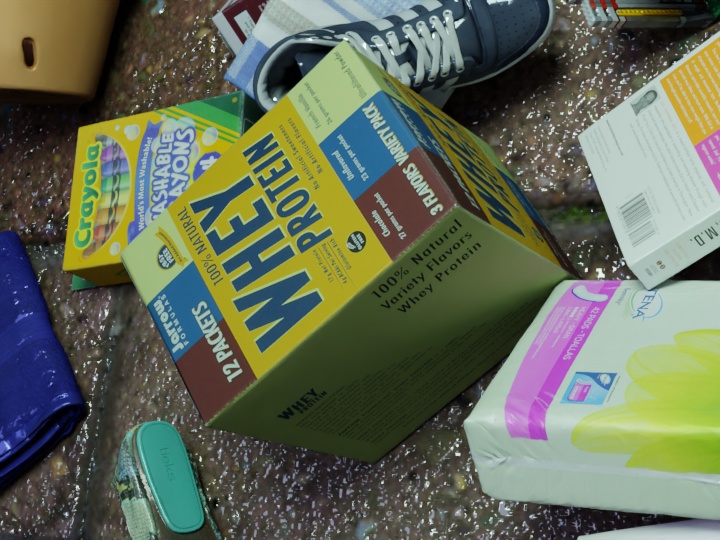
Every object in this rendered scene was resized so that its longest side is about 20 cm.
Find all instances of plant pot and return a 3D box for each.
[{"bbox_3d":[-0.292,-0.216,1.100,0.199,0.200,0.141,3,91,32],"label":"plant pot"}]

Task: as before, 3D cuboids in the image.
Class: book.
[{"bbox_3d":[0.233,-0.090,0.780,0.199,0.048,0.134,-33,35,20],"label":"book"}]

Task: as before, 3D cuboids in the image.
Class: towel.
[{"bbox_3d":[-0.311,0.079,1.093,0.147,0.050,0.201,-35,58,9],"label":"towel"},{"bbox_3d":[0.012,-0.170,0.907,0.147,0.024,0.200,35,116,-7],"label":"towel"}]

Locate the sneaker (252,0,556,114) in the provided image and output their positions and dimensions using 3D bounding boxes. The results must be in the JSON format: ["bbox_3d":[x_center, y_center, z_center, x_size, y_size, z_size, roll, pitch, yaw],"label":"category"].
[{"bbox_3d":[0.025,-0.139,0.842,0.199,0.109,0.071,-12,104,19],"label":"sneaker"}]

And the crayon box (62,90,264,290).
[{"bbox_3d":[-0.165,-0.060,1.043,0.199,0.052,0.127,-8,70,30],"label":"crayon box"}]

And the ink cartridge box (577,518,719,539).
[{"bbox_3d":[0.228,0.203,0.691,0.199,0.083,0.148,-14,68,27],"label":"ink cartridge box"}]

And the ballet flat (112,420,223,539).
[{"bbox_3d":[-0.131,0.206,0.933,0.074,0.074,0.201,-31,59,20],"label":"ballet flat"}]

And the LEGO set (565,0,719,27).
[{"bbox_3d":[0.188,-0.240,0.801,0.200,0.115,0.155,-39,60,59],"label":"LEGO set"}]

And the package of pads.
[{"bbox_3d":[0.179,0.067,0.734,0.199,0.069,0.155,1,30,32],"label":"package of pads"}]

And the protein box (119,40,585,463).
[{"bbox_3d":[0.000,0.000,0.823,0.198,0.200,0.135,-41,60,16],"label":"protein box"}]

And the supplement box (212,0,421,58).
[{"bbox_3d":[0.006,-0.195,0.943,0.199,0.109,0.061,-27,19,22],"label":"supplement box"}]

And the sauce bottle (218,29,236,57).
[{"bbox_3d":[-0.021,-0.226,1.001,0.199,0.065,0.065,-30,61,20],"label":"sauce bottle"}]
